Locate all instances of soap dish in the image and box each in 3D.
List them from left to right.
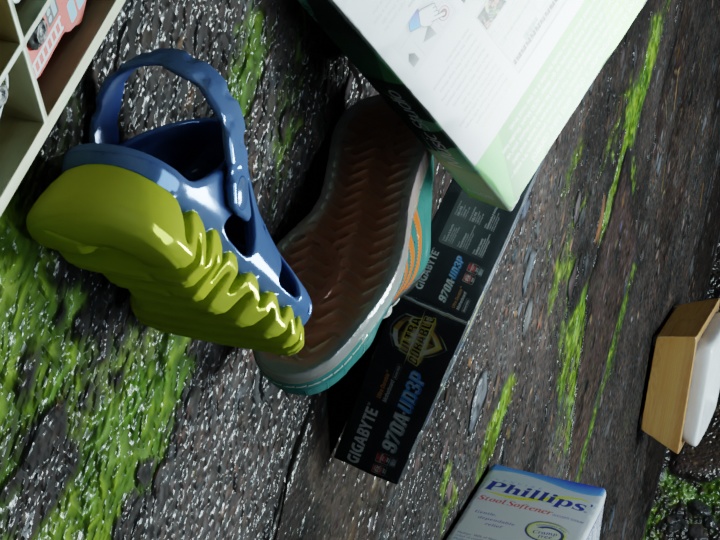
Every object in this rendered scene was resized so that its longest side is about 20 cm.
[{"bbox_3d":[0.426,0.132,2.536,0.200,0.081,0.159,-35,134,-67],"label":"soap dish"}]

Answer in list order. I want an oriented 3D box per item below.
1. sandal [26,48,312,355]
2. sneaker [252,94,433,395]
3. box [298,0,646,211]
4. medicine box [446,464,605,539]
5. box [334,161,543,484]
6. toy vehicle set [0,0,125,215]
[{"bbox_3d":[-0.062,-0.022,0.772,0.200,0.079,0.088,59,41,-69],"label":"sandal"},{"bbox_3d":[0.000,0.000,1.002,0.080,0.071,0.201,80,25,-43],"label":"sneaker"},{"bbox_3d":[0.058,-0.142,0.972,0.145,0.036,0.200,-56,135,-11],"label":"box"},{"bbox_3d":[0.119,0.285,1.551,0.200,0.102,0.184,-47,145,-62],"label":"medicine box"},{"bbox_3d":[0.054,0.005,1.158,0.159,0.046,0.201,110,5,-49],"label":"box"},{"bbox_3d":[-0.111,-0.113,0.622,0.125,0.026,0.201,81,26,-50],"label":"toy vehicle set"}]
